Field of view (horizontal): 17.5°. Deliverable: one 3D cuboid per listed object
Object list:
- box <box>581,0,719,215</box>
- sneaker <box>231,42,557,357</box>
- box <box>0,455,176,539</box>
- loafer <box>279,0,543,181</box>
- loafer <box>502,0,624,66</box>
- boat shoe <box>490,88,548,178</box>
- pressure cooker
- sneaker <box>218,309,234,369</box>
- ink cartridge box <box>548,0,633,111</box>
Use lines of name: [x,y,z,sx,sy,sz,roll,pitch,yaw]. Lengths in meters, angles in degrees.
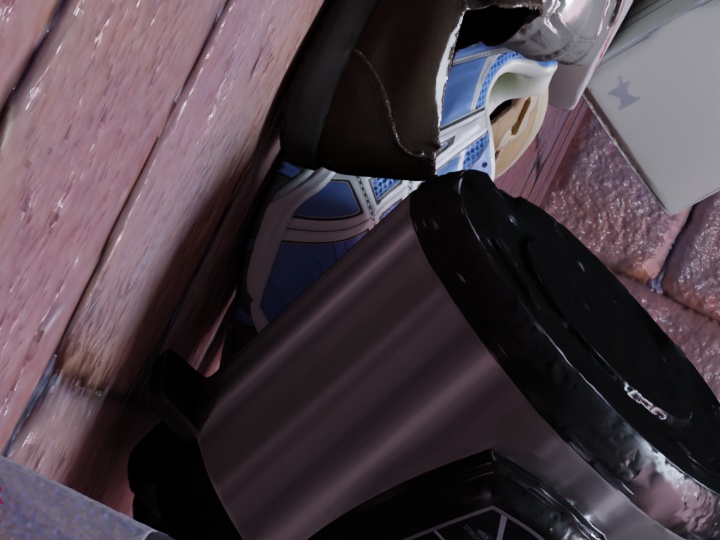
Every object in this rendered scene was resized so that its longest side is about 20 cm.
box: [0.185,-0.145,1.320,0.128,0.109,0.200,-30,-150,14]
sneaker: [0.011,-0.036,0.956,0.200,0.077,0.076,-60,175,-15]
box: [-0.102,0.172,0.677,0.132,0.115,0.200,90,25,-73]
loafer: [0.041,-0.117,0.895,0.200,0.071,0.073,-63,174,-7]
loafer: [0.095,-0.182,0.960,0.070,0.070,0.200,20,86,-44]
boat shoe: [0.053,-0.097,1.143,0.069,0.074,0.200,-46,164,-32]
pressure cooker: [0.023,0.086,0.869,0.200,0.176,0.179,-41,154,16]
sneaker: [0.000,0.000,1.024,0.200,0.075,0.079,-62,176,-19]
ink cartridge box: [0.126,-0.205,1.199,0.200,0.084,0.146,-59,173,-35]
